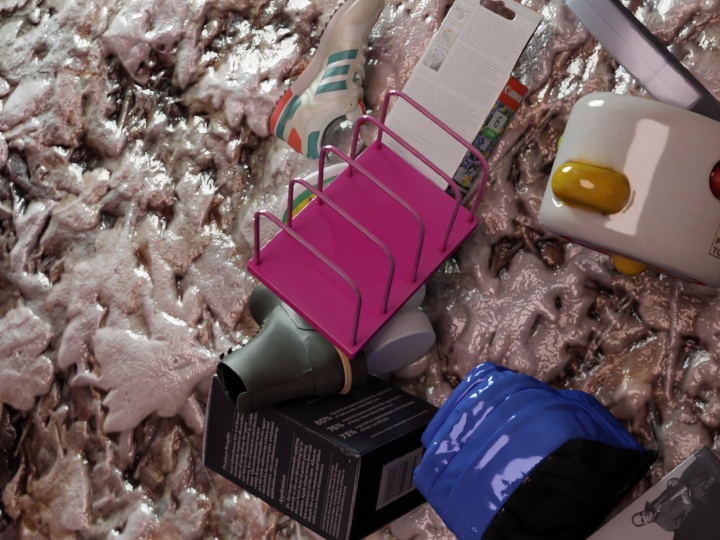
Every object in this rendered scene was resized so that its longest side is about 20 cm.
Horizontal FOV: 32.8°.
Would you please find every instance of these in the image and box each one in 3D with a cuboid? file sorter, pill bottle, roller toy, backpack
[{"bbox_3d":[0.010,-0.052,1.157,0.139,0.126,0.200,39,65,14],"label":"file sorter"},{"bbox_3d":[0.000,0.000,1.264,0.112,0.112,0.202,-35,64,22],"label":"pill bottle"},{"bbox_3d":[0.255,-0.064,1.071,0.180,0.200,0.141,19,92,5],"label":"roller toy"},{"bbox_3d":[0.135,0.172,1.093,0.167,0.199,0.163,40,102,31],"label":"backpack"}]

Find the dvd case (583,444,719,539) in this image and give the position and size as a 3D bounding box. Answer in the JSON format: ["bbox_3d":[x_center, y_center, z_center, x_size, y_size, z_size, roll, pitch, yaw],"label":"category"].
[{"bbox_3d":[0.268,0.267,1.049,0.199,0.025,0.151,-38,56,-1],"label":"dvd case"}]

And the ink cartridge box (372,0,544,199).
[{"bbox_3d":[0.109,-0.188,1.270,0.109,0.050,0.201,35,99,32],"label":"ink cartridge box"}]

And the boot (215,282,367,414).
[{"bbox_3d":[-0.100,0.069,1.210,0.199,0.137,0.078,31,128,53],"label":"boot"}]

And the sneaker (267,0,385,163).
[{"bbox_3d":[-0.015,-0.210,1.351,0.093,0.070,0.201,37,99,13],"label":"sneaker"}]

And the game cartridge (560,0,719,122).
[{"bbox_3d":[0.256,-0.204,1.130,0.041,0.133,0.201,-44,61,16],"label":"game cartridge"}]

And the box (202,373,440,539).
[{"bbox_3d":[-0.038,0.167,1.221,0.199,0.147,0.106,23,115,34],"label":"box"}]
